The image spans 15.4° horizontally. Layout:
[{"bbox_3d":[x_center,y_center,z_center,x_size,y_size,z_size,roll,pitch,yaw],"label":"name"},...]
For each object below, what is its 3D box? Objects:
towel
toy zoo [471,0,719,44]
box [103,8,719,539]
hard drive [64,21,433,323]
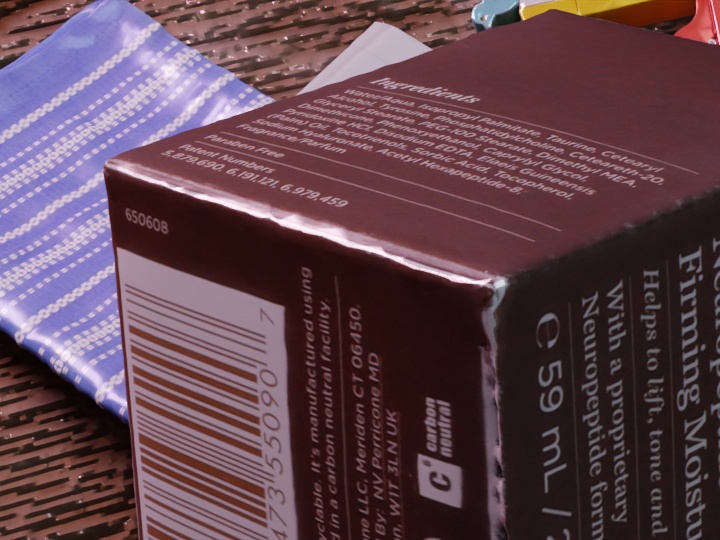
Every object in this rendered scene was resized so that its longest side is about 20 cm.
[{"bbox_3d":[-0.076,-0.023,0.942,0.145,0.024,0.200,-36,50,-28],"label":"towel"},{"bbox_3d":[0.142,-0.115,1.038,0.199,0.020,0.132,-12,65,8],"label":"toy zoo"},{"bbox_3d":[0.053,0.033,0.798,0.199,0.167,0.164,-22,27,-39],"label":"box"},{"bbox_3d":[0.000,0.000,0.965,0.132,0.026,0.200,32,52,17],"label":"hard drive"}]
